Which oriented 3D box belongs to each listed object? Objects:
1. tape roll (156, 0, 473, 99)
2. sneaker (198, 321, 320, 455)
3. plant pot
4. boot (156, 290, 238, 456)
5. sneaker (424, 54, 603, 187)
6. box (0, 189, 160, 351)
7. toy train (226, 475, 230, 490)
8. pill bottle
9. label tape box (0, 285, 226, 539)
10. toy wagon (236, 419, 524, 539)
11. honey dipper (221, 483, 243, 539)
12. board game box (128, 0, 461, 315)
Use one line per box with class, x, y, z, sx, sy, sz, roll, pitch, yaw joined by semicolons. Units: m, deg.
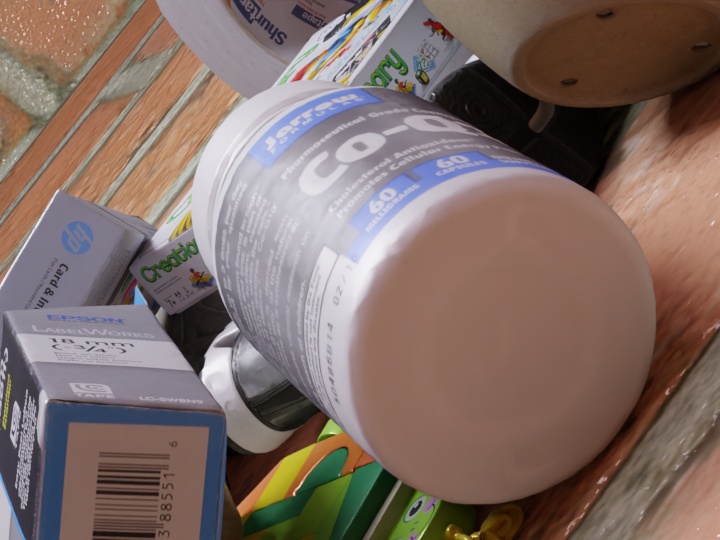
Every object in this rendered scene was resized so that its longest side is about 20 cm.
tape roll;-0.016;-0.161;1.335;0.200;0.200;0.066;-32;23;54
sneaker;0.000;0.000;1.151;0.090;0.067;0.200;-28;22;37
plant pot;0.096;-0.145;1.016;0.200;0.199;0.135;-35;55;48
boot;-0.096;0.060;1.305;0.200;0.068;0.131;-37;24;50
sneaker;0.052;-0.044;1.110;0.115;0.076;0.201;-50;2;42
box;-0.149;0.043;1.212;0.156;0.041;0.200;-59;-4;0
toy train;-0.124;0.146;1.128;0.114;0.085;0.200;-34;19;23
pill bottle;0.013;-0.002;0.902;0.114;0.114;0.200;-50;27;-2
label tape box;-0.098;0.093;0.889;0.200;0.063;0.145;-141;55;-73
toy wagon;-0.010;0.108;0.927;0.200;0.040;0.156;-30;25;58
honey dipper;-0.051;0.113;0.900;0.038;0.038;0.200;-49;18;3
board game box;-0.017;-0.071;1.182;0.126;0.035;0.200;-31;18;44
